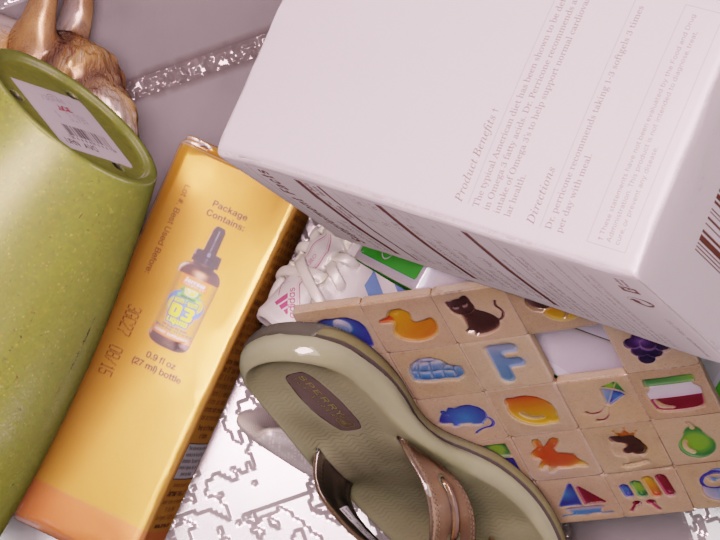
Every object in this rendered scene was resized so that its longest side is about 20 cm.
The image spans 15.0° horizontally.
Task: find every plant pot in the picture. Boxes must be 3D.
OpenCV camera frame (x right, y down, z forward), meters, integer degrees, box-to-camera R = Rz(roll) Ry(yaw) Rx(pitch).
[{"bbox_3d":[-0.186,0.006,1.232,0.187,0.187,0.200,42,105,4],"label":"plant pot"}]

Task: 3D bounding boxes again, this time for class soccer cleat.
[{"bbox_3d":[0.000,0.000,1.291,0.086,0.070,0.200,16,89,-36],"label":"soccer cleat"}]

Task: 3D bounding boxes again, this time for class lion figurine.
[{"bbox_3d":[-0.191,-0.105,1.328,0.200,0.072,0.123,17,96,17],"label":"lion figurine"}]

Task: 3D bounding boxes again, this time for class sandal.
[{"bbox_3d":[0.014,0.099,1.229,0.080,0.057,0.201,-24,128,36],"label":"sandal"}]

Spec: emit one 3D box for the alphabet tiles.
[{"bbox_3d":[0.061,0.062,1.224,0.200,0.167,0.008,-8,46,23],"label":"alphabet tiles"}]

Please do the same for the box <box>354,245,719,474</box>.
[{"bbox_3d":[0.131,-0.026,1.256,0.200,0.097,0.177,32,89,-20],"label":"box"}]

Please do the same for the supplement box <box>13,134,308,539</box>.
[{"bbox_3d":[-0.091,0.040,1.308,0.066,0.069,0.200,25,91,9],"label":"supplement box"}]

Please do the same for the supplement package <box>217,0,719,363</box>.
[{"bbox_3d":[0.066,-0.057,1.106,0.200,0.117,0.117,19,82,31],"label":"supplement package"}]
